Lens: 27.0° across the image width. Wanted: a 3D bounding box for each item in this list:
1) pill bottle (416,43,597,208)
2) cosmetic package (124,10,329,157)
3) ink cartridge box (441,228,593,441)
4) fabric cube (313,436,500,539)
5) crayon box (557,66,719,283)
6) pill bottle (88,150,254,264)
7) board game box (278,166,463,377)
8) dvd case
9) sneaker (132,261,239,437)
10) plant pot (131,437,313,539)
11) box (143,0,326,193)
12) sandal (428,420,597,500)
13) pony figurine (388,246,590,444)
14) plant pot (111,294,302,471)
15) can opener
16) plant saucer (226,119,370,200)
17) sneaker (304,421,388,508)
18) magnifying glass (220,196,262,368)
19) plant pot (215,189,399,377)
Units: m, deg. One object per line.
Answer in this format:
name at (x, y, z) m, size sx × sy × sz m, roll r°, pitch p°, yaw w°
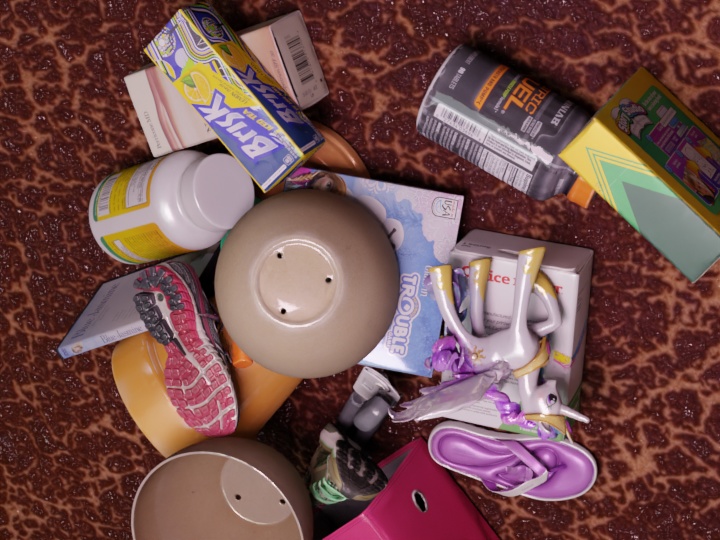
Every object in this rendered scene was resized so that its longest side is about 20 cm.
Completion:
pill bottle at (0.166, -0.142, 1.541) m, size 0.199 × 0.106 × 0.107 m, roll 30°, pitch 119°, yaw 10°
cosmetic package at (-0.149, -0.206, 1.666) m, size 0.199 × 0.087 × 0.104 m, roll -16°, pitch 103°, yaw 28°
ink cartridge box at (0.170, 0.068, 1.633) m, size 0.144 × 0.084 × 0.202 m, roll 10°, pitch 113°, yaw 20°
fabric cube at (0.033, 0.354, 1.741) m, size 0.200 × 0.196 × 0.200 m, roll -37°, pitch 92°, yaw 30°
crayon box at (0.294, -0.098, 1.445) m, size 0.172 × 0.200 × 0.058 m, roll 43°, pitch 121°, yaw 3°
pill bottle at (-0.212, -0.074, 1.700) m, size 0.199 × 0.113 × 0.114 m, roll -12°, pitch 106°, yaw 48°
board game box at (0.000, 0.000, 1.637) m, size 0.197 × 0.043 × 0.202 m, roll 10°, pitch 91°, yaw 2°
dvd case at (-0.258, 0.033, 1.777) m, size 0.199 × 0.143 × 0.018 m, roll -19°, pitch 117°, yaw 29°
sneaker at (-0.174, 0.083, 1.634) m, size 0.080 × 0.075 × 0.202 m, roll -19°, pitch 91°, yaw 28°
plant pot at (-0.133, 0.264, 1.646) m, size 0.199 × 0.134 × 0.202 m, roll 6°, pitch 109°, yaw 17°
box at (-0.132, -0.184, 1.580) m, size 0.070 × 0.064 × 0.200 m, roll -41°, pitch 90°, yaw 30°
sandal at (0.170, 0.226, 1.715) m, size 0.201 × 0.050 × 0.083 m, roll 8°, pitch 113°, yaw 21°
pony figurine at (0.128, 0.089, 1.538) m, size 0.191 × 0.166 × 0.202 m, roll -10°, pitch 88°, yaw 15°
plant pot at (-0.156, 0.111, 1.748) m, size 0.183 × 0.200 × 0.201 m, roll -38°, pitch 92°, yaw 14°
can opener at (0.003, 0.160, 1.705) m, size 0.053 × 0.067 × 0.200 m, roll 40°, pitch 160°, yaw 6°
plant saucer at (-0.078, -0.075, 1.716) m, size 0.198 × 0.037 × 0.202 m, roll 9°, pitch 113°, yaw 21°
sneaker at (-0.026, 0.238, 1.674) m, size 0.077 × 0.200 × 0.089 m, roll 37°, pitch 91°, yaw -6°
magnifying glass at (-0.129, 0.011, 1.666) m, size 0.079 × 0.022 × 0.202 m, roll -29°, pitch 52°, yaw 46°
plant pot at (-0.060, 0.012, 1.548) m, size 0.198 × 0.134 × 0.202 m, roll 0°, pitch 88°, yaw 2°
